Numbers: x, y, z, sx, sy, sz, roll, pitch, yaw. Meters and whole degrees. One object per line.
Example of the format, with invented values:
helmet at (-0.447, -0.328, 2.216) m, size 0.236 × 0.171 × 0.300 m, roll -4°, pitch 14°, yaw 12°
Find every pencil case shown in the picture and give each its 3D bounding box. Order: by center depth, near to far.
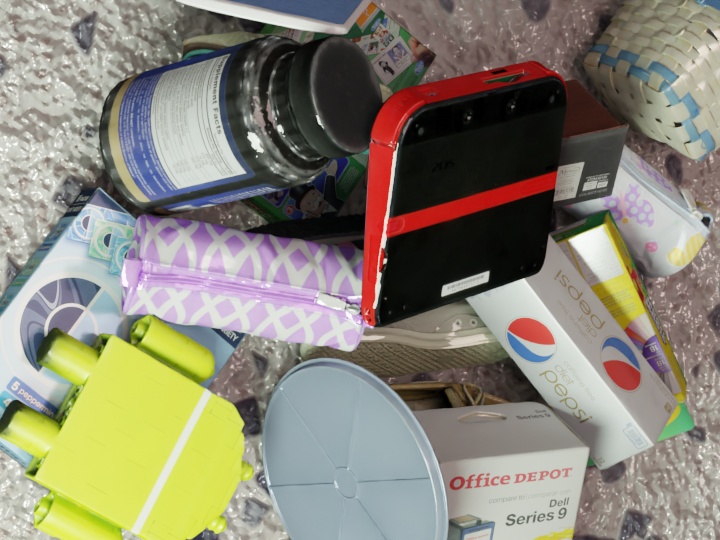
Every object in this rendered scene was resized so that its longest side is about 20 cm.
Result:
pencil case at (-0.083, 0.012, 1.382) m, size 0.199 × 0.086 × 0.084 m, roll 8°, pitch 108°, yaw -10°
pencil case at (0.215, -0.075, 1.598) m, size 0.200 × 0.091 × 0.083 m, roll 36°, pitch 72°, yaw -20°

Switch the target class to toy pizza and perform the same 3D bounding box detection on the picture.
toy pizza at (-0.001, 0.162, 1.436) m, size 0.032 × 0.200 × 0.201 m, roll -20°, pitch 99°, yaw -43°

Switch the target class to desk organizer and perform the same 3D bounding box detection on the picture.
desk organizer at (0.109, -0.092, 1.479) m, size 0.199 × 0.077 × 0.072 m, roll -13°, pitch 133°, yaw -25°

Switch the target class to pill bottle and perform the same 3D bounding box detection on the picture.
pill bottle at (-0.087, -0.109, 1.347) m, size 0.112 × 0.199 × 0.112 m, roll 18°, pitch 67°, yaw -51°

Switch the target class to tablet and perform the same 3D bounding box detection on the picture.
tablet at (-0.063, -0.207, 1.391) m, size 0.130 × 0.200 × 0.014 m, roll 12°, pitch 107°, yaw 2°

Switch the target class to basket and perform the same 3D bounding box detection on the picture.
basket at (0.309, -0.202, 1.607) m, size 0.200 × 0.176 × 0.139 m, roll -45°, pitch 123°, yaw -5°

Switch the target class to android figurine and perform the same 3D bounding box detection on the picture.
android figurine at (-0.170, 0.130, 1.385) m, size 0.200 × 0.041 × 0.183 m, roll 31°, pitch 76°, yaw -24°

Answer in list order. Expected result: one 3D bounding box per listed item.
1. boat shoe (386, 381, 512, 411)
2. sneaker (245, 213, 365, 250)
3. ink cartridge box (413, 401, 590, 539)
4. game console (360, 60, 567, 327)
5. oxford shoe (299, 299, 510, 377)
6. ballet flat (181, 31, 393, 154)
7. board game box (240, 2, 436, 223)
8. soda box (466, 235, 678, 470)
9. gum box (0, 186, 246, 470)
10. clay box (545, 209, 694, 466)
boat shoe at (0.054, 0.124, 1.522) m, size 0.200 × 0.063 × 0.073 m, roll 8°, pitch 61°, yaw -22°
sneaker at (0.000, 0.000, 1.478) m, size 0.199 × 0.070 × 0.082 m, roll -4°, pitch 108°, yaw -12°
ink cartridge box at (0.093, 0.217, 1.500) m, size 0.145 × 0.087 × 0.201 m, roll -3°, pitch 113°, yaw -26°
game console at (0.078, -0.060, 1.374) m, size 0.200 × 0.031 × 0.178 m, roll -17°, pitch 123°, yaw -41°
oxford shoe at (0.040, 0.051, 1.529) m, size 0.199 × 0.075 × 0.058 m, roll -5°, pitch 65°, yaw -22°
ballet flat at (-0.057, -0.153, 1.459) m, size 0.199 × 0.067 × 0.063 m, roll 24°, pitch 54°, yaw -28°
board game box at (-0.040, -0.137, 1.507) m, size 0.134 × 0.029 × 0.200 m, roll 37°, pitch 74°, yaw -20°
soda box at (0.174, 0.063, 1.519) m, size 0.200 × 0.064 × 0.068 m, roll 52°, pitch 42°, yaw -8°
gum box at (-0.204, 0.066, 1.415) m, size 0.170 × 0.045 × 0.200 m, roll 42°, pitch 72°, yaw -20°
clay box at (0.202, 0.061, 1.583) m, size 0.115 × 0.048 × 0.201 m, roll -21°, pitch 103°, yaw 18°
